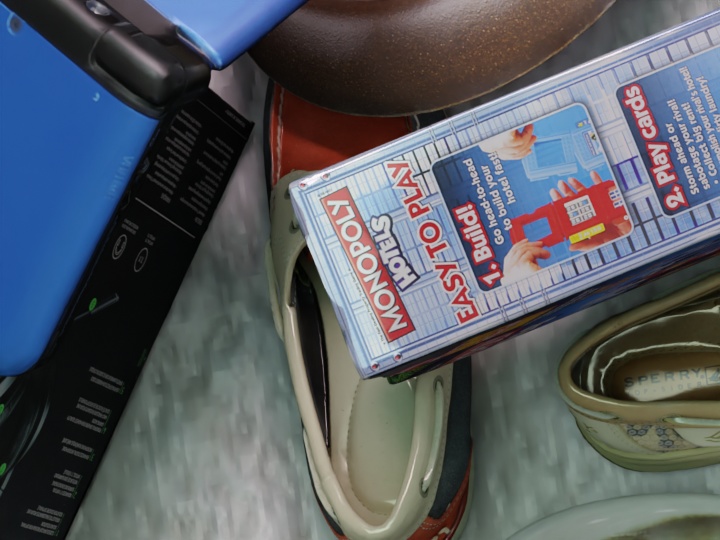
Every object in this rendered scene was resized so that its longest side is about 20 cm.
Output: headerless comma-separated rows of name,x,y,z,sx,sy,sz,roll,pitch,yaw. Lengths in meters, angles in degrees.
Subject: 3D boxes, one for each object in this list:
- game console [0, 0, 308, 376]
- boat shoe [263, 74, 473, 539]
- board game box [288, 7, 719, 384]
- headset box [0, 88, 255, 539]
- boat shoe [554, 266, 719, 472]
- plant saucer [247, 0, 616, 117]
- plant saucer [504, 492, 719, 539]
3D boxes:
game console,-0.108,-0.099,0.887,0.200,0.118,0.171,40,120,18
boat shoe,0.000,0.000,0.999,0.071,0.063,0.201,-10,76,14
board game box,0.066,-0.023,0.878,0.199,0.200,0.062,-21,86,-17
headset box,-0.136,0.005,0.974,0.092,0.174,0.201,23,87,18
boat shoe,0.162,0.021,0.953,0.199,0.063,0.074,-19,75,9
plant saucer,0.026,-0.149,0.996,0.199,0.032,0.201,-18,56,28
plant saucer,0.124,0.141,0.896,0.199,0.200,0.051,18,119,16
